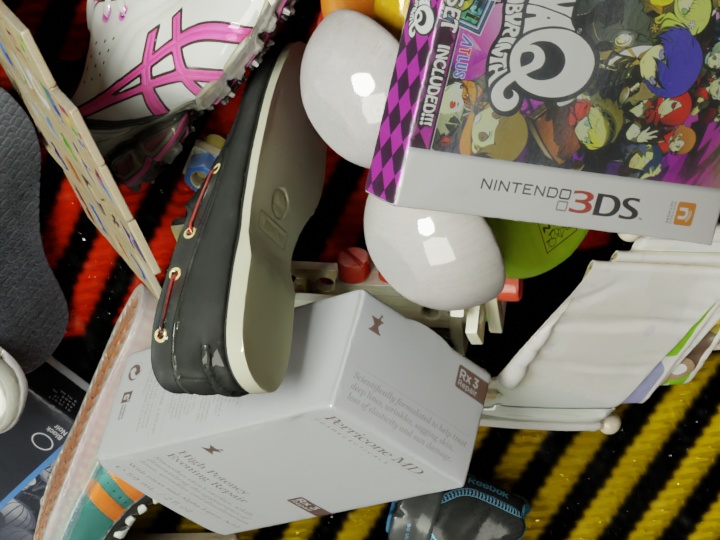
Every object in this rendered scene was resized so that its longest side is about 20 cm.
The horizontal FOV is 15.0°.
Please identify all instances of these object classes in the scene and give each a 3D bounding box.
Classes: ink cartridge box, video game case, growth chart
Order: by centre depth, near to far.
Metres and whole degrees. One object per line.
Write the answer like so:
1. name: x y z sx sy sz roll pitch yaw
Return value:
1. video game case: 0.106 -0.118 1.241 0.180 0.036 0.201 7 104 -30
2. growth chart: 0.143 0.032 1.439 0.144 0.018 0.200 8 139 -34
3. ink cartridge box: -0.214 0.135 1.675 0.099 0.039 0.200 36 131 -13

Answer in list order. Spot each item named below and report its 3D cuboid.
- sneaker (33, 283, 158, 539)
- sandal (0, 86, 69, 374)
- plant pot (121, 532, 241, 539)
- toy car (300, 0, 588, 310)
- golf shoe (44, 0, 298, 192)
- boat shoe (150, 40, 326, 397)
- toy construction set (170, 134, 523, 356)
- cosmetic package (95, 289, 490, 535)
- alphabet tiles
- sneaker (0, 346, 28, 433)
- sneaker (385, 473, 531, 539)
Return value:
1. sneaker: -0.129 0.109 1.571 0.080 0.071 0.201 21 109 -13
2. sandal: -0.212 -0.021 1.518 0.043 0.076 0.201 28 142 30
3. plant pot: -0.128 0.265 1.635 0.199 0.199 0.178 -5 110 45
4. toy car: 0.046 -0.092 1.338 0.150 0.175 0.201 22 144 52
5. golf shoe: -0.098 -0.122 1.401 0.092 0.073 0.200 38 131 -11
6. boat shoe: -0.061 -0.029 1.383 0.063 0.202 0.074 -4 149 26
7. toy construction set: 0.000 0.000 1.462 0.199 0.092 0.132 12 130 23
8. cosmetic package: -0.038 0.079 1.451 0.101 0.074 0.200 32 150 -31
9. alphabet tiles: -0.154 -0.073 1.403 0.006 0.200 0.167 -31 119 -9
10. sneaker: -0.284 0.055 1.511 0.199 0.081 0.075 16 110 -2
11. sneaker: 0.051 0.201 1.613 0.081 0.073 0.201 12 132 6
